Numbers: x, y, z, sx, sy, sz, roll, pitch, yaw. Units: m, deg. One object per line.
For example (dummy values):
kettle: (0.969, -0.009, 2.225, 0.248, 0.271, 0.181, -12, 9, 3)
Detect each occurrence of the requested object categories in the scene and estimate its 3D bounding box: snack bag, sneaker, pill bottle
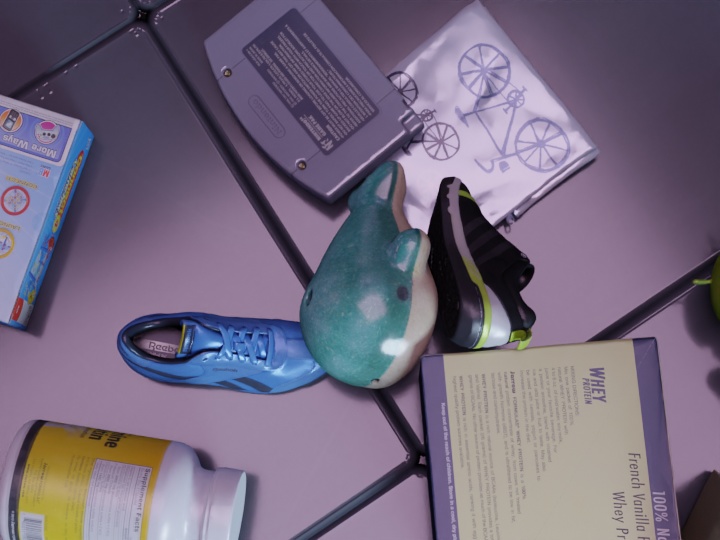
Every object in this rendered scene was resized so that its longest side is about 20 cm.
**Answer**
snack bag: (0.092, -0.123, 1.257, 0.199, 0.021, 0.189, -38, 80, -2)
sneaker: (-0.119, 0.071, 1.201, 0.197, 0.078, 0.067, 3, 78, 1)
sneaker: (0.107, -0.001, 1.162, 0.082, 0.072, 0.201, 5, 43, -11)
pill bottle: (-0.203, 0.198, 1.162, 0.197, 0.112, 0.114, 9, 80, 3)

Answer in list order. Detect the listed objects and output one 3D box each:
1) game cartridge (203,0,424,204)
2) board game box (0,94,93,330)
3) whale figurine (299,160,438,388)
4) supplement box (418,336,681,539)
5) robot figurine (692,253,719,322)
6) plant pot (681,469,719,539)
game cartridge: (-0.051, -0.166, 1.251, 0.133, 0.042, 0.201, -39, 76, 2)
board game box: (-0.374, -0.069, 1.242, 0.198, 0.056, 0.198, 18, 81, 5)
whale figurine: (0.000, 0.000, 1.171, 0.103, 0.159, 0.203, 12, 63, -25)
supplement box: (0.156, 0.170, 1.145, 0.197, 0.134, 0.203, -5, 80, 1)
robot figurine: (0.394, 0.032, 1.172, 0.199, 0.116, 0.176, 32, 80, 7)
plant pot: (0.331, 0.305, 1.096, 0.199, 0.200, 0.178, 35, 94, 7)
